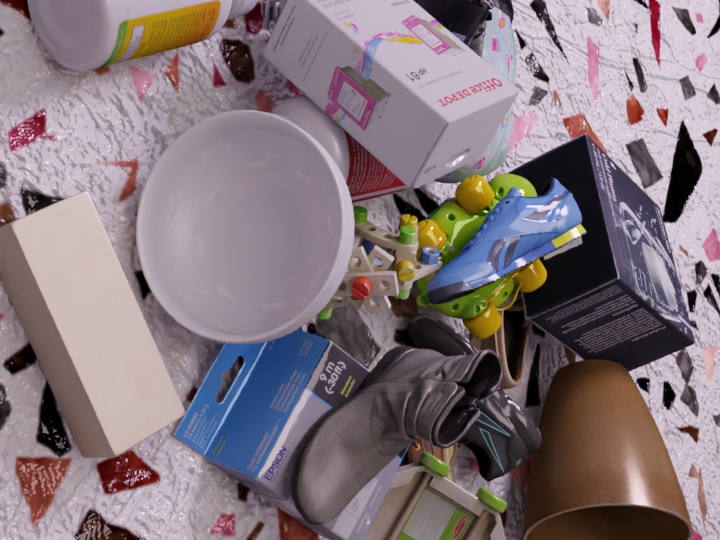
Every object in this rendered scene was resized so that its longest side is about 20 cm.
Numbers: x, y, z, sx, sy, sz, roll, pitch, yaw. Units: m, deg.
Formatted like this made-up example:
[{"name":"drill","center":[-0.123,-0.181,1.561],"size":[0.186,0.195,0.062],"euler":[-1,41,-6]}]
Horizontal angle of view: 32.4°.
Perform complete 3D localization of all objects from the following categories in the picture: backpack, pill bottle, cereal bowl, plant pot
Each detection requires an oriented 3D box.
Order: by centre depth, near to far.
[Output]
[{"name":"cereal bowl","center":[-0.093,-0.034,1.092],"size":[0.083,0.197,0.203],"euler":[19,64,-71]},{"name":"pill bottle","center":[-0.183,-0.250,1.095],"size":[0.199,0.110,0.112],"euler":[-26,98,-45]},{"name":"pill bottle","center":[-0.025,-0.120,1.219],"size":[0.199,0.111,0.114],"euler":[-16,91,-46]},{"name":"backpack","center":[0.097,-0.198,1.336],"size":[0.126,0.165,0.203],"euler":[12,78,-47]},{"name":"plant pot","center":[0.269,0.212,1.406],"size":[0.185,0.185,0.202],"euler":[31,45,-36]}]

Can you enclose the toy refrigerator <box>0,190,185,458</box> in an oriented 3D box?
[{"name":"toy refrigerator","center":[-0.226,0.046,1.012],"size":[0.076,0.070,0.202],"euler":[-30,101,-37]}]

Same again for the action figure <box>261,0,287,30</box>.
[{"name":"action figure","center":[-0.043,-0.289,1.259],"size":[0.198,0.069,0.132],"euler":[5,107,-45]}]

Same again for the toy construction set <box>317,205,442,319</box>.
[{"name":"toy construction set","center":[0.000,0.000,1.178],"size":[0.200,0.129,0.093],"euler":[-43,147,-72]}]

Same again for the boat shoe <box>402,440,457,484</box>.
[{"name":"boat shoe","center":[0.062,0.220,1.264],"size":[0.067,0.072,0.203],"euler":[-3,90,-11]}]

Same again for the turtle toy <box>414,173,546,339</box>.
[{"name":"turtle toy","center":[0.126,-0.029,1.341],"size":[0.200,0.101,0.146],"euler":[-43,108,-20]}]

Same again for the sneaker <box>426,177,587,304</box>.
[{"name":"sneaker","center":[0.138,-0.031,1.260],"size":[0.199,0.066,0.079],"euler":[-27,90,-24]}]

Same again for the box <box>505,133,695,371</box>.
[{"name":"box","center":[0.274,-0.013,1.436],"size":[0.196,0.123,0.202],"euler":[34,40,-45]}]

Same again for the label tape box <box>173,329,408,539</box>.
[{"name":"label tape box","center":[-0.052,0.142,1.137],"size":[0.200,0.066,0.144],"euler":[40,69,-30]}]

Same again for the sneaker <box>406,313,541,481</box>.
[{"name":"sneaker","center":[0.109,0.134,1.318],"size":[0.079,0.075,0.201],"euler":[-41,96,-12]}]

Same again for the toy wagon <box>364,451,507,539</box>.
[{"name":"toy wagon","center":[0.083,0.281,1.212],"size":[0.199,0.040,0.156],"euler":[32,86,-9]}]

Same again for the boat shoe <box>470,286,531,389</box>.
[{"name":"boat shoe","center":[0.172,0.044,1.408],"size":[0.071,0.064,0.202],"euler":[29,61,-36]}]

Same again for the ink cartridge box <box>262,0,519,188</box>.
[{"name":"ink cartridge box","center":[0.031,-0.185,1.168],"size":[0.200,0.085,0.144],"euler":[43,38,14]}]

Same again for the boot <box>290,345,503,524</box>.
[{"name":"boot","center":[0.031,0.139,1.078],"size":[0.068,0.130,0.200],"euler":[50,63,-23]}]

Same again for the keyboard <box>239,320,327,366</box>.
[{"name":"keyboard","center":[-0.059,0.092,1.186],"size":[0.104,0.039,0.202],"euler":[-30,102,-44]}]
